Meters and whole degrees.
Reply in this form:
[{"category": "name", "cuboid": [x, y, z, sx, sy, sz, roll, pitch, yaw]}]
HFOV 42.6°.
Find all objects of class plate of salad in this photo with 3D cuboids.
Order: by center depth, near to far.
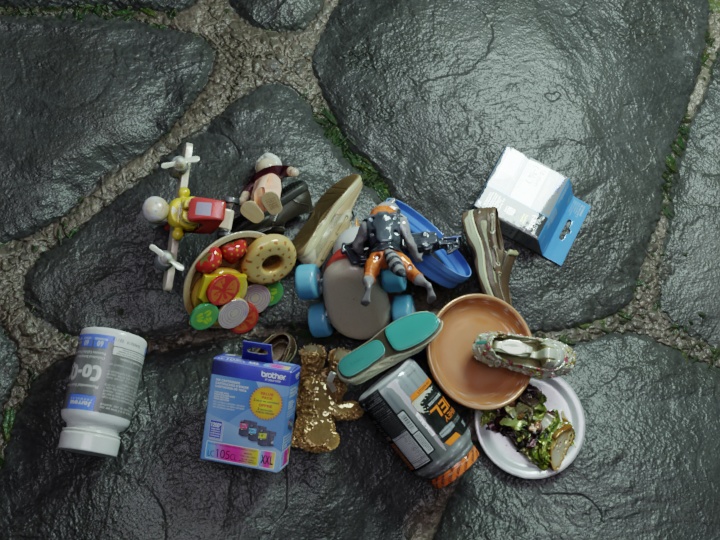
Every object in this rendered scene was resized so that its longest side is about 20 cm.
[{"category": "plate of salad", "cuboid": [0.299, 0.262, 1.619, 0.200, 0.048, 0.201, 1, 73, -4]}]

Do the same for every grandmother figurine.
[{"category": "grandmother figurine", "cuboid": [-0.166, -0.157, 1.648, 0.121, 0.200, 0.061, -16, 118, 4]}]

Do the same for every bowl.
[{"category": "bowl", "cuboid": [0.109, -0.046, 1.630, 0.201, 0.201, 0.039, 44, 107, 8]}]

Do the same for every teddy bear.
[{"category": "teddy bear", "cuboid": [-0.068, 0.220, 1.597, 0.145, 0.067, 0.200, -3, 66, -16]}]

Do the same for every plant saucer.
[{"category": "plant saucer", "cuboid": [0.204, 0.141, 1.594, 0.200, 0.037, 0.201, 4, 76, -16]}]

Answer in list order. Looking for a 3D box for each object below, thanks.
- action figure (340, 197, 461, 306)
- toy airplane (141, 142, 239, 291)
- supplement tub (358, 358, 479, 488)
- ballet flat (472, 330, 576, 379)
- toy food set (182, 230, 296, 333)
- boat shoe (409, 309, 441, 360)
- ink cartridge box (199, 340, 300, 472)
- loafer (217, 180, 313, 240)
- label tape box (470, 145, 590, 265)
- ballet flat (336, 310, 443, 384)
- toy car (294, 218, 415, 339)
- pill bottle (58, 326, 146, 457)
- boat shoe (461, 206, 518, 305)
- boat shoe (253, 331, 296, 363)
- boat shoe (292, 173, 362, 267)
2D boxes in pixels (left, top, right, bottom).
[{"category": "action figure", "cuboid": [0.070, -0.038, 1.468, 0.199, 0.105, 0.194, -10, 52, -3]}, {"category": "toy airplane", "cuboid": [-0.317, -0.096, 1.592, 0.141, 0.199, 0.200, 14, 35, -42]}, {"category": "supplement tub", "cuboid": [0.101, 0.259, 1.555, 0.122, 0.123, 0.200, -39, 89, -15]}, {"category": "ballet flat", "cuboid": [0.287, 0.143, 1.566, 0.200, 0.064, 0.076, 7, 75, -16]}, {"category": "toy food set", "cuboid": [-0.210, 0.023, 1.583, 0.200, 0.198, 0.049, -2, 32, -41]}, {"category": "boat shoe", "cuboid": [0.136, 0.110, 1.645, 0.200, 0.072, 0.073, -8, 69, -18]}, {"category": "ink cartridge box", "cuboid": [-0.177, 0.215, 1.512, 0.136, 0.076, 0.201, 8, 91, 7]}, {"category": "loafer", "cuboid": [-0.167, -0.083, 1.668, 0.200, 0.073, 0.071, -33, 108, -3]}, {"category": "label tape box", "cuboid": [0.325, -0.123, 1.733, 0.200, 0.063, 0.144, 29, 73, 4]}, {"category": "ballet flat", "cuboid": [0.051, 0.131, 1.563, 0.200, 0.062, 0.068, -27, 60, 5]}, {"category": "toy car", "cuboid": [0.000, 0.000, 1.637, 0.184, 0.177, 0.200, -6, 40, 13]}, {"category": "pill bottle", "cuboid": [-0.430, 0.203, 1.534, 0.113, 0.114, 0.200, 9, 72, -2]}, {"category": "boat shoe", "cuboid": [0.246, -0.017, 1.656, 0.075, 0.075, 0.203, -18, 91, 19]}, {"category": "boat shoe", "cuboid": [-0.185, 0.184, 1.583, 0.075, 0.075, 0.202, 33, 73, 5]}, {"category": "boat shoe", "cuboid": [-0.053, -0.090, 1.692, 0.065, 0.071, 0.200, 45, 70, -28]}]
